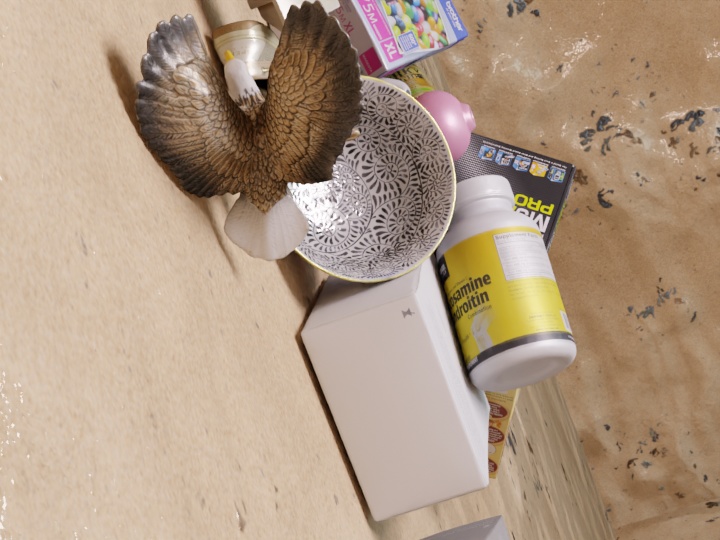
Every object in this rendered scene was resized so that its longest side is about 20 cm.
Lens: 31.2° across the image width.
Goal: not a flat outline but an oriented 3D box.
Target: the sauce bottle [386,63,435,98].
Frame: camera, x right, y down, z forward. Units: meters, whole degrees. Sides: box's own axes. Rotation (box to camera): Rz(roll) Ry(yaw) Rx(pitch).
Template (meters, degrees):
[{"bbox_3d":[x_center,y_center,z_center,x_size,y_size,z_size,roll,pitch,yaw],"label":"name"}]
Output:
[{"bbox_3d":[0.053,-0.223,1.590,0.065,0.064,0.201,62,-1,-37],"label":"sauce bottle"}]

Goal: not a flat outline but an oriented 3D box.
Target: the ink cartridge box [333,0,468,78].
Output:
[{"bbox_3d":[0.052,-0.303,1.498,0.199,0.042,0.120,-31,94,-47],"label":"ink cartridge box"}]

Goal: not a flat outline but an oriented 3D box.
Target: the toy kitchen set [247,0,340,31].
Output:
[{"bbox_3d":[-0.122,-0.305,1.269,0.199,0.179,0.165,-35,106,-36],"label":"toy kitchen set"}]

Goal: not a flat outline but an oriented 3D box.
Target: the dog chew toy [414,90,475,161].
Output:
[{"bbox_3d":[0.026,-0.130,1.372,0.124,0.198,0.126,-18,90,-79],"label":"dog chew toy"}]

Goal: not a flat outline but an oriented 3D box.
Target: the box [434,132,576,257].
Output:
[{"bbox_3d":[0.124,-0.073,1.437,0.044,0.198,0.161,89,22,-60],"label":"box"}]

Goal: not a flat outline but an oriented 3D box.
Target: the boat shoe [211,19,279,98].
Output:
[{"bbox_3d":[-0.085,-0.190,1.281,0.200,0.071,0.066,16,61,-69],"label":"boat shoe"}]

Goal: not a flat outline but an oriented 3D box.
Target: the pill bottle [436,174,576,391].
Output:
[{"bbox_3d":[0.140,0.011,1.302,0.112,0.111,0.202,45,28,-65],"label":"pill bottle"}]

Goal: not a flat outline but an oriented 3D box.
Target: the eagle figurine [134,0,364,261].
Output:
[{"bbox_3d":[-0.083,-0.116,1.003,0.150,0.152,0.200,37,-11,8],"label":"eagle figurine"}]

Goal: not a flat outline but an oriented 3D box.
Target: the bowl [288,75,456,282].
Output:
[{"bbox_3d":[-0.014,-0.080,1.262,0.094,0.199,0.203,-28,-101,66],"label":"bowl"}]

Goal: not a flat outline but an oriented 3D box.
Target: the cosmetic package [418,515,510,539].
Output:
[{"bbox_3d":[0.092,0.304,1.247,0.200,0.106,0.091,23,50,-77],"label":"cosmetic package"}]

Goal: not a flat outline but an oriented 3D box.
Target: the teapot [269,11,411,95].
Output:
[{"bbox_3d":[-0.021,-0.299,1.549,0.198,0.144,0.202,-84,152,-65],"label":"teapot"}]

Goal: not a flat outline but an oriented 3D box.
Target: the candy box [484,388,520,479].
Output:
[{"bbox_3d":[0.154,0.123,1.448,0.116,0.055,0.202,-66,168,-48],"label":"candy box"}]

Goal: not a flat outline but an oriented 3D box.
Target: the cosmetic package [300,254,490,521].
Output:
[{"bbox_3d":[0.041,0.103,1.272,0.200,0.122,0.201,-70,140,-75],"label":"cosmetic package"}]
